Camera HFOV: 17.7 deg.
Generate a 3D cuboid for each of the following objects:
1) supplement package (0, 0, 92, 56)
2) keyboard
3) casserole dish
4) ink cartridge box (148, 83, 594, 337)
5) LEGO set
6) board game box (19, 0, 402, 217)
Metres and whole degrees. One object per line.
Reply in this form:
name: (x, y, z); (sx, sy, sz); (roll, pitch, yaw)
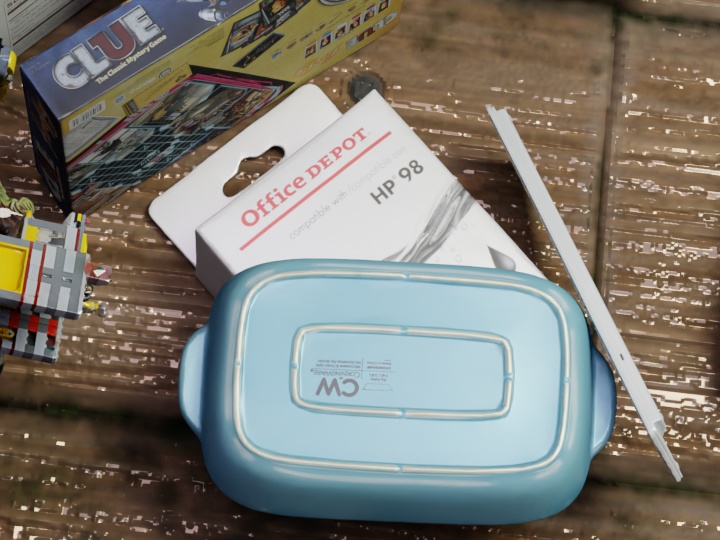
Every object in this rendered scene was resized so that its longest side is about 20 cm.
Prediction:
supplement package: (-0.201, -0.195, 1.133); (0.200, 0.111, 0.156); (-39, 78, -16)
keyboard: (0.104, 0.008, 1.085); (0.011, 0.056, 0.200); (-24, 56, 1)
casserole dish: (0.018, 0.050, 1.033); (0.200, 0.039, 0.121); (3, 72, -1)
ink cartridge box: (0.000, 0.000, 1.103); (0.116, 0.067, 0.200); (-39, 78, -14)
LEGO set: (-0.171, -0.013, 1.038); (0.116, 0.200, 0.154); (13, 54, -14)
board game box: (-0.066, -0.109, 1.100); (0.200, 0.136, 0.035); (-33, 76, -15)
